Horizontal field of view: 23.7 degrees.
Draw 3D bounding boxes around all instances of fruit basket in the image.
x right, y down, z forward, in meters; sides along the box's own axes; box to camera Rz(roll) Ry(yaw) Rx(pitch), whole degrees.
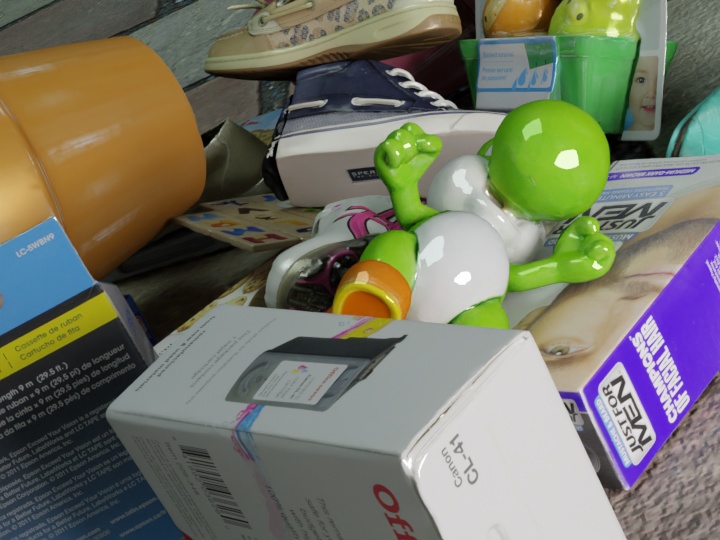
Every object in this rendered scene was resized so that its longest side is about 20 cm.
[{"bbox_3d":[0.127,-0.185,1.109,0.093,0.202,0.185,-9,11,-35],"label":"fruit basket"}]

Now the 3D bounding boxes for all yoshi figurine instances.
[{"bbox_3d":[0.063,-0.022,0.821,0.111,0.113,0.200,1,32,24],"label":"yoshi figurine"}]

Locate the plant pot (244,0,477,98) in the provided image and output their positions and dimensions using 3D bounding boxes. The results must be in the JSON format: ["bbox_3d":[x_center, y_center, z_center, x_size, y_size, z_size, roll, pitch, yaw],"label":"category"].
[{"bbox_3d":[0.019,-0.196,1.285,0.179,0.200,0.200,-44,24,1],"label":"plant pot"}]

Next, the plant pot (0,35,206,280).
[{"bbox_3d":[-0.210,-0.066,1.137,0.182,0.202,0.199,-29,21,-29],"label":"plant pot"}]

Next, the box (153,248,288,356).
[{"bbox_3d":[-0.081,0.042,1.070,0.199,0.039,0.041,-38,25,-22],"label":"box"}]

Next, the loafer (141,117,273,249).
[{"bbox_3d":[-0.150,-0.065,1.274,0.198,0.069,0.076,-17,26,23],"label":"loafer"}]

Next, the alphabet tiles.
[{"bbox_3d":[-0.023,-0.036,1.115,0.165,0.006,0.200,-9,13,-26],"label":"alphabet tiles"}]

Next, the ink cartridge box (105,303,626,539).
[{"bbox_3d":[0.005,0.098,0.726,0.199,0.148,0.086,3,38,48],"label":"ink cartridge box"}]

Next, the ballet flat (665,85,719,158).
[{"bbox_3d":[0.243,-0.100,0.999,0.070,0.068,0.200,16,43,24],"label":"ballet flat"}]

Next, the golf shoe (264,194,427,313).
[{"bbox_3d":[0.000,0.000,0.931,0.092,0.073,0.199,24,17,27],"label":"golf shoe"}]

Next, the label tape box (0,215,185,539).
[{"bbox_3d":[-0.171,0.077,0.891,0.143,0.201,0.063,-27,23,0],"label":"label tape box"}]

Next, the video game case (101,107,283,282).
[{"bbox_3d":[-0.119,-0.065,1.352,0.181,0.022,0.200,-16,26,26],"label":"video game case"}]

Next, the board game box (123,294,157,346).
[{"bbox_3d":[-0.237,0.101,1.110,0.151,0.045,0.200,-15,27,27],"label":"board game box"}]

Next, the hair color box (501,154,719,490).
[{"bbox_3d":[0.130,0.020,0.859,0.109,0.065,0.200,-1,36,46],"label":"hair color box"}]

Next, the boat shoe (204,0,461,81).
[{"bbox_3d":[-0.022,-0.170,1.168,0.198,0.063,0.073,-9,-2,30],"label":"boat shoe"}]

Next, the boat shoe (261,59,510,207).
[{"bbox_3d":[0.037,-0.098,1.114,0.198,0.075,0.093,-1,52,15],"label":"boat shoe"}]

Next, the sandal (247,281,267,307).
[{"bbox_3d":[-0.020,0.034,0.990,0.200,0.080,0.054,-55,-10,-72],"label":"sandal"}]
